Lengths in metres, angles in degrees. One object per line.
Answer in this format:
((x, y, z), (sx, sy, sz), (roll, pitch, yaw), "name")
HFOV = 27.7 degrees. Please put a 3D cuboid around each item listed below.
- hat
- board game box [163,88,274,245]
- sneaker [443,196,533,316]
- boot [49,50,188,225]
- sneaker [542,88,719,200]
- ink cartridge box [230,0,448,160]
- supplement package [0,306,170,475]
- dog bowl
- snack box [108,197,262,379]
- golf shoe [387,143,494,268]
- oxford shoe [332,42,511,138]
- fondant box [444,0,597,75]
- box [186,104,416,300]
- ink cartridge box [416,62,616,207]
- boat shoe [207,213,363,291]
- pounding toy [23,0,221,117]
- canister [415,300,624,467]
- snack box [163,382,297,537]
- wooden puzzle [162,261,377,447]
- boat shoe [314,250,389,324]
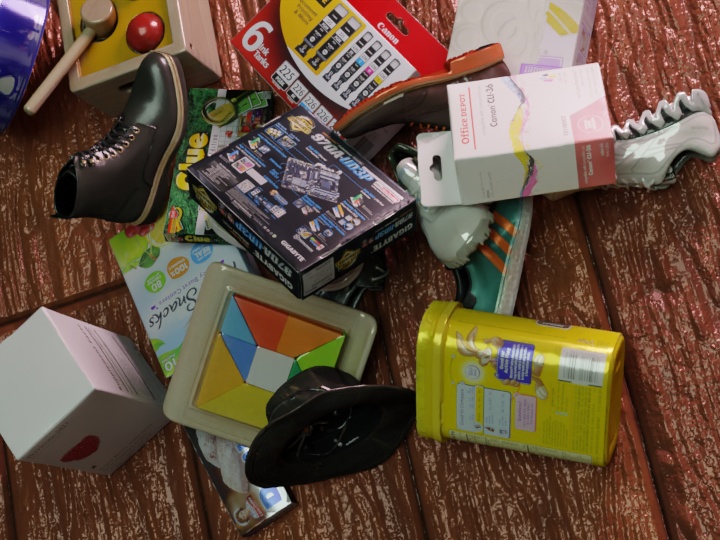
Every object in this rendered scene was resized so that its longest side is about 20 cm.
((-0.039, 0.150, 1.538), (0.200, 0.201, 0.081), (-34, 56, 10), "hat")
((-0.162, -0.122, 1.686), (0.104, 0.024, 0.201), (1, 61, 8), "board game box")
((0.133, -0.030, 1.559), (0.079, 0.071, 0.202), (11, 82, -6), "sneaker")
((-0.270, -0.146, 1.626), (0.077, 0.138, 0.202), (16, 102, 36), "boot")
((0.284, -0.115, 1.539), (0.199, 0.075, 0.082), (-25, 79, 14), "sneaker")
((-0.017, -0.248, 1.669), (0.176, 0.084, 0.200), (-45, 67, 4), "ink cartridge box")
((-0.316, 0.139, 1.628), (0.121, 0.200, 0.120), (-42, 67, 8), "supplement package")
((-0.443, -0.271, 1.771), (0.078, 0.200, 0.202), (17, 82, -21), "dog bowl")
((-0.191, 0.012, 1.679), (0.142, 0.053, 0.201), (-33, 62, 11), "snack box")
((0.074, -0.072, 1.538), (0.078, 0.097, 0.200), (-50, 25, 10), "golf shoe")
((0.068, -0.174, 1.559), (0.199, 0.071, 0.073), (-22, 100, 7), "oxford shoe")
((0.174, -0.240, 1.612), (0.143, 0.058, 0.202), (8, 82, 22), "fondant box")
((-0.063, -0.076, 1.537), (0.158, 0.046, 0.200), (-32, 55, -26), "box")
((0.152, -0.136, 1.486), (0.198, 0.068, 0.117), (-9, 47, 7), "ink cartridge box")
((-0.088, -0.042, 1.578), (0.201, 0.065, 0.075), (30, 71, 26), "boat shoe")
((-0.292, -0.278, 1.745), (0.199, 0.142, 0.185), (-17, 72, 16), "pounding toy")
((0.163, 0.117, 1.495), (0.199, 0.087, 0.150), (9, 119, 19), "canister")
((-0.147, 0.196, 1.648), (0.072, 0.024, 0.201), (-34, 68, 8), "snack box")
((-0.101, 0.107, 1.592), (0.199, 0.037, 0.186), (20, 100, 2), "wooden puzzle")
((0.000, 0.000, 1.623), (0.071, 0.072, 0.201), (38, 103, 15), "boat shoe")
